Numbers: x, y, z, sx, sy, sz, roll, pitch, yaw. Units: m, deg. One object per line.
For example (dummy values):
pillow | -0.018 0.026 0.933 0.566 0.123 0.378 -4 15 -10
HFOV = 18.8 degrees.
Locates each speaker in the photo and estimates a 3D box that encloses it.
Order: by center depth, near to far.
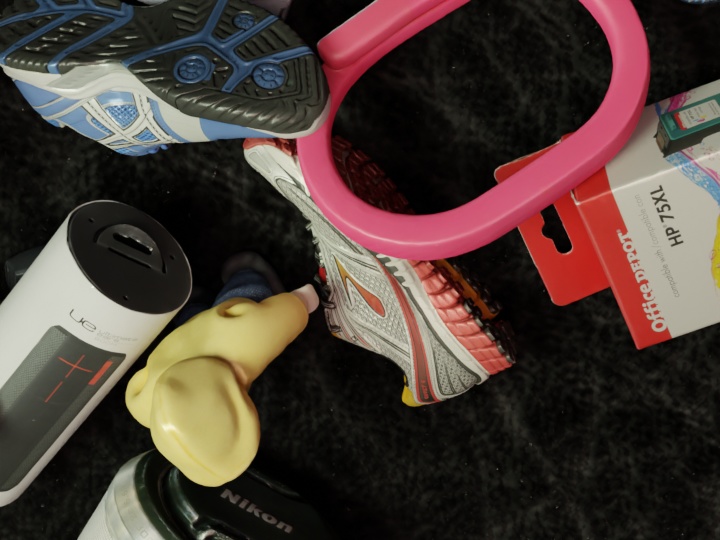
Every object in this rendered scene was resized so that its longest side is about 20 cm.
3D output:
speaker | -0.178 0.049 1.234 0.081 0.081 0.200 36 126 -10

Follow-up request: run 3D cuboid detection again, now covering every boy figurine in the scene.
boy figurine | -0.075 0.050 1.192 0.124 0.200 0.064 -34 106 11

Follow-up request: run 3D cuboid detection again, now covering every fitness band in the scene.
fitness band | 0.059 -0.092 1.164 0.200 0.037 0.144 -34 74 -4

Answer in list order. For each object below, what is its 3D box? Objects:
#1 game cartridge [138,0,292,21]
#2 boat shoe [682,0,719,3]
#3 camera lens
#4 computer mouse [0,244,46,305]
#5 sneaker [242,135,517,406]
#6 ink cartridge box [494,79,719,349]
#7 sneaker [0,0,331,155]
game cartridge | -0.072 -0.232 1.169 0.133 0.040 0.200 21 111 -8
boat shoe | 0.156 -0.230 1.135 0.084 0.069 0.200 -18 109 11
camera lens | -0.109 0.216 1.279 0.160 0.160 0.200 29 111 -8
computer mouse | -0.212 0.012 1.280 0.200 0.034 0.059 -8 132 12
sneaker | 0.000 0.000 1.232 0.082 0.078 0.200 -36 105 17
ink cartridge box | 0.187 -0.034 1.197 0.200 0.067 0.116 -20 126 11
sneaker | -0.103 -0.103 1.183 0.200 0.076 0.077 14 148 24
